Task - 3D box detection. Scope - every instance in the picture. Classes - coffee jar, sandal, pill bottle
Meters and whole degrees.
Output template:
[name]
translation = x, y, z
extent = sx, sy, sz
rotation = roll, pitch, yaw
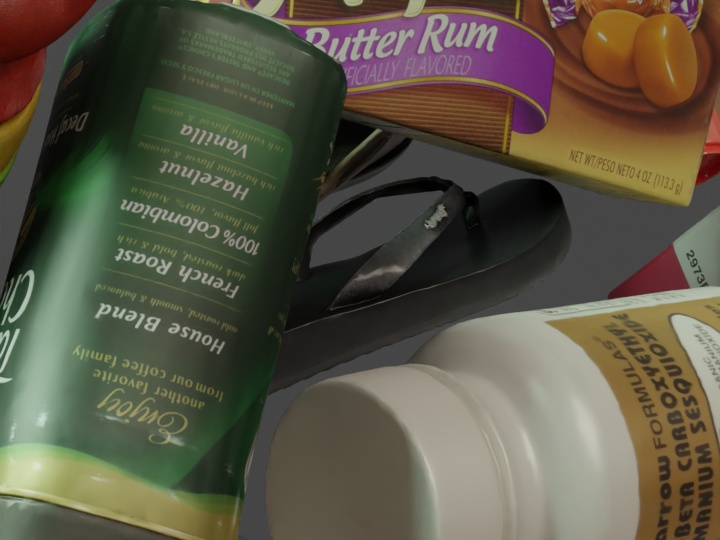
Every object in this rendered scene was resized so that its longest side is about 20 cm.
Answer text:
[coffee jar]
translation = -0.070, 0.023, 0.744
extent = 0.085, 0.104, 0.201
rotation = 18, 73, -18
[sandal]
translation = 0.000, 0.000, 0.860
extent = 0.200, 0.076, 0.043
rotation = -24, 108, -36
[pill bottle]
translation = 0.070, 0.070, 0.859
extent = 0.200, 0.114, 0.115
rotation = -7, 65, -41

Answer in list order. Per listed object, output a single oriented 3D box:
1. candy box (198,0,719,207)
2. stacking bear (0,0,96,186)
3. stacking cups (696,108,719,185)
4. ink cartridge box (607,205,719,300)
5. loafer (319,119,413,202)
[candy box]
translation = 0.039, -0.103, 0.873
extent = 0.199, 0.056, 0.117
rotation = 15, 90, -27
[stacking bear]
translation = -0.141, -0.065, 0.726
extent = 0.122, 0.200, 0.114
rotation = 50, 43, 3
[stacking cups]
translation = 0.115, -0.130, 1.087
extent = 0.060, 0.060, 0.201
rotation = -4, 67, -40
[ink cartridge box]
translation = 0.210, 0.020, 0.943
extent = 0.084, 0.200, 0.145
rotation = -4, 63, -40
[loafer]
translation = -0.034, -0.048, 0.899
extent = 0.072, 0.063, 0.200
rotation = 52, 43, 2
